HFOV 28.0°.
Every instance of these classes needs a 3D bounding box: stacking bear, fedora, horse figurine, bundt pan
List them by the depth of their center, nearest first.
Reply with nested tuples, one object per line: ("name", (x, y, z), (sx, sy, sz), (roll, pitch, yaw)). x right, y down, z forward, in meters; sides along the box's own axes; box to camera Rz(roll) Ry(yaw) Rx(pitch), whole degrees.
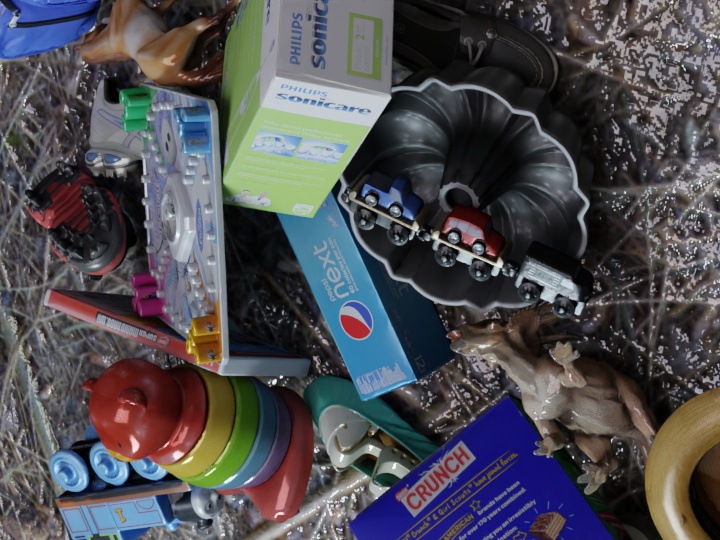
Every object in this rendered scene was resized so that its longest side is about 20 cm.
("fedora", (0.303, 0.147, 1.020), (0.199, 0.082, 0.202), (8, 118, 16))
("bundt pan", (0.085, -0.072, 1.089), (0.201, 0.076, 0.203), (14, 130, 17))
("horse figurine", (-0.158, -0.203, 1.209), (0.133, 0.050, 0.200), (-51, 51, -3))
("stacking bear", (-0.143, 0.130, 1.219), (0.121, 0.200, 0.114), (18, 86, 44))

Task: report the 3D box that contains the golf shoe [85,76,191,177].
("golf shoe", (-0.165, -0.129, 1.266), (0.199, 0.078, 0.098), (5, 101, 31))

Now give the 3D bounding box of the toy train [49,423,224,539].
("toy train", (-0.213, 0.202, 1.396), (0.199, 0.087, 0.115), (-13, 106, 33))

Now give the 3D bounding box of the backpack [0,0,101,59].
("backpack", (-0.293, -0.283, 1.240), (0.167, 0.162, 0.201), (33, 123, 32))

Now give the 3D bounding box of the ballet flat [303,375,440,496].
("ballet flat", (0.017, 0.156, 1.232), (0.199, 0.070, 0.068), (31, 124, 23))

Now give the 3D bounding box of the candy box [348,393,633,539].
("candy box", (0.116, 0.226, 1.110), (0.169, 0.077, 0.200), (-39, 66, 8))

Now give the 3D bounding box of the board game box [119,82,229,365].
("board game box", (-0.152, -0.042, 1.153), (0.200, 0.026, 0.201), (-156, 61, -64))

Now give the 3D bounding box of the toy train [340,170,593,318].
("toy train", (0.078, -0.024, 1.056), (0.199, 0.034, 0.046), (24, 128, 9))

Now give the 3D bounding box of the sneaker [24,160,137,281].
("sneaker", (-0.239, -0.032, 1.303), (0.098, 0.071, 0.200), (51, 173, -29))

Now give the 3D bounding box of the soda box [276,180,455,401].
("soda box", (0.000, 0.000, 1.197), (0.064, 0.068, 0.201), (-23, 91, 37))

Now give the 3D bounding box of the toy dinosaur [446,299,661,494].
("toy dinosaur", (0.169, 0.090, 1.096), (0.200, 0.136, 0.086), (35, 108, -10))

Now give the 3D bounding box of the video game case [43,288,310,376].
("video game case", (-0.161, 0.055, 1.277), (0.199, 0.143, 0.018), (18, 94, 28))

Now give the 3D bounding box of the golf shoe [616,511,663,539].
("golf shoe", (0.175, 0.277, 1.156), (0.077, 0.088, 0.200), (44, 122, 17))

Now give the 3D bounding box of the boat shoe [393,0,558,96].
("boat shoe", (0.054, -0.175, 1.113), (0.199, 0.057, 0.067), (27, 118, 24))

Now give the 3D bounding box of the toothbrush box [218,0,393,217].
("toothbrush box", (-0.044, -0.148, 1.046), (0.200, 0.086, 0.147), (125, 150, -62))

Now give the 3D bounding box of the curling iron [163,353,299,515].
("curling iron", (-0.117, 0.145, 1.343), (0.049, 0.026, 0.200), (-38, 84, 6))
